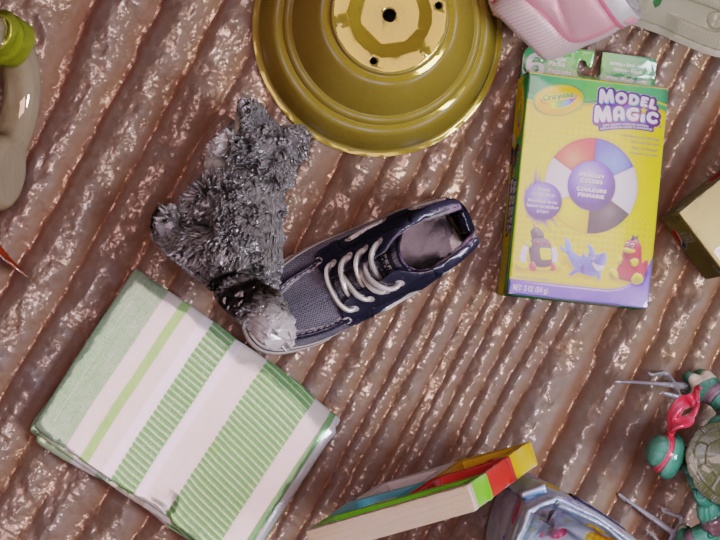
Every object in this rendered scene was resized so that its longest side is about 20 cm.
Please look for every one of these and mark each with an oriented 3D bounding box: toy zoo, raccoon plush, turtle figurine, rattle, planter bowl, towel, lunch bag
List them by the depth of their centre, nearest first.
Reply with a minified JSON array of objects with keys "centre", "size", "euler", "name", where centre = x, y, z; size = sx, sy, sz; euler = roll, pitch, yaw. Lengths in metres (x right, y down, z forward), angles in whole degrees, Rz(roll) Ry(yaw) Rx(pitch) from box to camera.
[{"centre":[0.053,0.164,1.681],"size":[0.130,0.200,0.021],"euler":[-18,91,21],"name":"toy zoo"},{"centre":[-0.064,-0.036,1.688],"size":[0.200,0.097,0.134],"euler":[41,98,38],"name":"raccoon plush"},{"centre":[0.166,0.248,1.697],"size":[0.126,0.170,0.201],"euler":[-24,90,-5],"name":"lunch bag"},{"centre":[-0.317,-0.098,1.709],"size":[0.142,0.130,0.201],"euler":[4,114,4],"name":"rattle"},{"centre":[0.018,-0.191,1.739],"size":[0.199,0.083,0.202],"euler":[0,88,-6],"name":"planter bowl"},{"centre":[-0.133,0.118,1.743],"size":[0.199,0.023,0.153],"euler":[34,84,-3],"name":"towel"},{"centre":[0.283,0.158,1.754],"size":[0.199,0.101,0.151],"euler":[17,86,-11],"name":"turtle figurine"}]

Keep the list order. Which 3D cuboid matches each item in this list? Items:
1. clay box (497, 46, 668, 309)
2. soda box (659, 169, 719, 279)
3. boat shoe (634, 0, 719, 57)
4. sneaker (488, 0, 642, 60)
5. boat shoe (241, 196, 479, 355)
[{"centre":[0.175,-0.075,1.770],"size":[0.114,0.048,0.202],"euler":[5,88,-7],"name":"clay box"},{"centre":[0.335,-0.079,1.778],"size":[0.200,0.068,0.064],"euler":[-39,92,-6],"name":"soda box"},{"centre":[0.222,-0.228,1.779],"size":[0.199,0.068,0.072],"euler":[30,110,8],"name":"boat shoe"},{"centre":[0.124,-0.254,1.739],"size":[0.104,0.075,0.201],"euler":[-31,87,23],"name":"sneaker"},{"centre":[0.000,0.000,1.725],"size":[0.199,0.093,0.075],"euler":[-31,91,-7],"name":"boat shoe"}]
